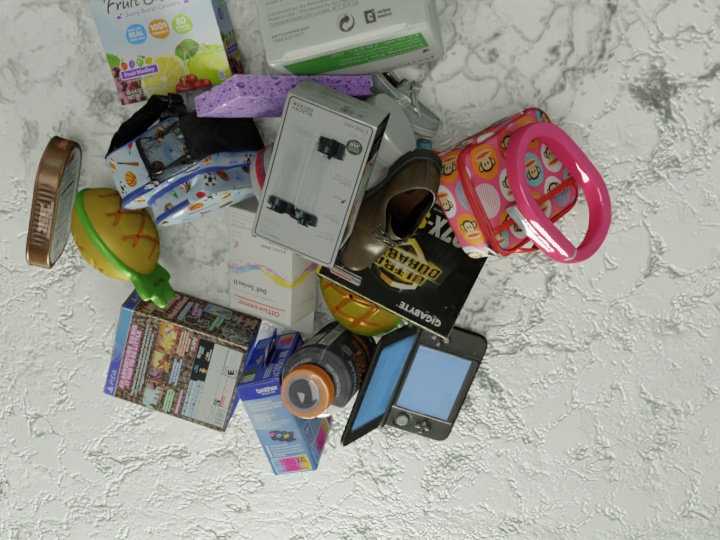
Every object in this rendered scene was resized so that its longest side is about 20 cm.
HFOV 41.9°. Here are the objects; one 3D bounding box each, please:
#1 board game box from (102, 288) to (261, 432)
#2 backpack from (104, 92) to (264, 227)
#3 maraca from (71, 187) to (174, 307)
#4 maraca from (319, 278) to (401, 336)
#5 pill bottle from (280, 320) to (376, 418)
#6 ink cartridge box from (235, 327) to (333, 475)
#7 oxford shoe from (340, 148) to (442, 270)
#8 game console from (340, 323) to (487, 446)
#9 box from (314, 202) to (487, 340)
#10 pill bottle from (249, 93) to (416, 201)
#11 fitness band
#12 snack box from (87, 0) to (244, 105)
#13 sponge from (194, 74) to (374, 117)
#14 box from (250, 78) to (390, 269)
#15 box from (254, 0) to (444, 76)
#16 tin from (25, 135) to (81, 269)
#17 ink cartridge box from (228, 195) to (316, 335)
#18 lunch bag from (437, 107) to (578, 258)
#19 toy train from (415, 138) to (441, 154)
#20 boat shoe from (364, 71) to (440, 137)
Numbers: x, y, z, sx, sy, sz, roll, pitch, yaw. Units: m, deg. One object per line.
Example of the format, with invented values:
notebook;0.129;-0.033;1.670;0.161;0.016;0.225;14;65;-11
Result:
board game box;-0.273;0.132;1.447;0.199;0.097;0.160;19;114;-1
backpack;-0.240;-0.144;1.279;0.190;0.200;0.155;-14;88;29
maraca;-0.337;-0.034;1.352;0.107;0.137;0.200;-34;100;16
maraca;0.000;0.000;1.352;0.137;0.107;0.201;-6;106;21
pill bottle;-0.048;0.147;1.360;0.106;0.200;0.107;4;104;16
ink cartridge box;-0.117;0.188;1.421;0.076;0.137;0.201;-14;114;17
oxford shoe;0.029;-0.059;1.178;0.072;0.085;0.200;23;130;-18
game console;0.082;0.181;1.408;0.175;0.116;0.201;18;115;-5
box;0.063;-0.020;1.278;0.200;0.049;0.160;27;85;4
pill bottle;-0.034;-0.144;1.225;0.200;0.120;0.120;-26;108;28
fitness band;0.252;-0.099;1.201;0.200;0.144;0.037;43;150;-27
snack box;-0.266;-0.339;1.261;0.168;0.068;0.201;-10;110;12
sponge;-0.094;-0.218;1.184;0.111;0.199;0.030;-11;87;55
box;-0.051;-0.115;1.140;0.116;0.060;0.200;22;121;7
box;-0.018;-0.347;1.140;0.198;0.171;0.201;-11;90;12
tin;-0.444;-0.096;1.365;0.042;0.112;0.201;13;115;-9
ink cartridge box;-0.128;0.004;1.369;0.117;0.067;0.201;16;117;28
lunch bag;0.195;-0.103;1.232;0.082;0.200;0.177;-10;109;52
toy train;0.121;-0.087;1.330;0.150;0.056;0.201;8;115;13
boat shoe;0.031;-0.255;1.257;0.202;0.074;0.065;41;111;-1
